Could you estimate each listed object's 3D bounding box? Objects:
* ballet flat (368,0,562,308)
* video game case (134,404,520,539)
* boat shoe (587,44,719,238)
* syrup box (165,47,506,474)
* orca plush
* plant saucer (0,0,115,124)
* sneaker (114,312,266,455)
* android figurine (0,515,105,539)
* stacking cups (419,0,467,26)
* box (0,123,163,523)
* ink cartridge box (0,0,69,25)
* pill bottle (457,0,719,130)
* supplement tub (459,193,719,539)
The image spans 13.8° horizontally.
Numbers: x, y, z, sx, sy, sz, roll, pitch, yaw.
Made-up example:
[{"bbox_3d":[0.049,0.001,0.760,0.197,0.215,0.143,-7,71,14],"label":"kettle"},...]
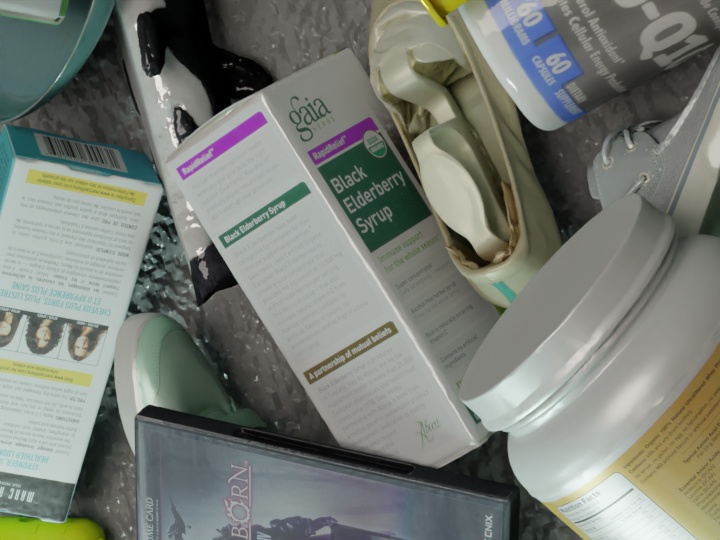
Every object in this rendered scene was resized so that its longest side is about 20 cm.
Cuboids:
[{"bbox_3d":[0.042,-0.075,1.429,0.069,0.069,0.200,-33,67,26],"label":"ballet flat"},{"bbox_3d":[-0.019,0.151,1.462,0.200,0.019,0.143,11,116,21],"label":"video game case"},{"bbox_3d":[0.138,-0.033,1.413,0.071,0.070,0.201,29,109,18],"label":"boat shoe"},{"bbox_3d":[0.000,0.000,1.454,0.081,0.079,0.200,-30,91,40],"label":"syrup box"},{"bbox_3d":[-0.076,-0.088,1.525,0.071,0.105,0.200,-15,61,-8],"label":"orca plush"},{"bbox_3d":[-0.173,-0.174,1.560,0.200,0.027,0.201,-12,75,53],"label":"plant saucer"},{"bbox_3d":[-0.041,0.097,1.512,0.118,0.074,0.201,-27,90,33],"label":"sneaker"},{"bbox_3d":[-0.165,0.224,1.605,0.200,0.041,0.182,-3,91,29],"label":"android figurine"},{"bbox_3d":[0.101,-0.187,1.295,0.200,0.060,0.061,-34,76,9],"label":"stacking cups"},{"bbox_3d":[-0.171,0.029,1.560,0.049,0.082,0.200,-120,45,-62],"label":"box"},{"bbox_3d":[-0.217,-0.218,1.534,0.200,0.083,0.147,22,102,55],"label":"ink cartridge box"},{"bbox_3d":[0.145,-0.158,1.366,0.200,0.114,0.114,-28,79,13],"label":"pill bottle"},{"bbox_3d":[0.158,0.076,1.331,0.200,0.145,0.145,41,112,-7],"label":"supplement tub"}]
